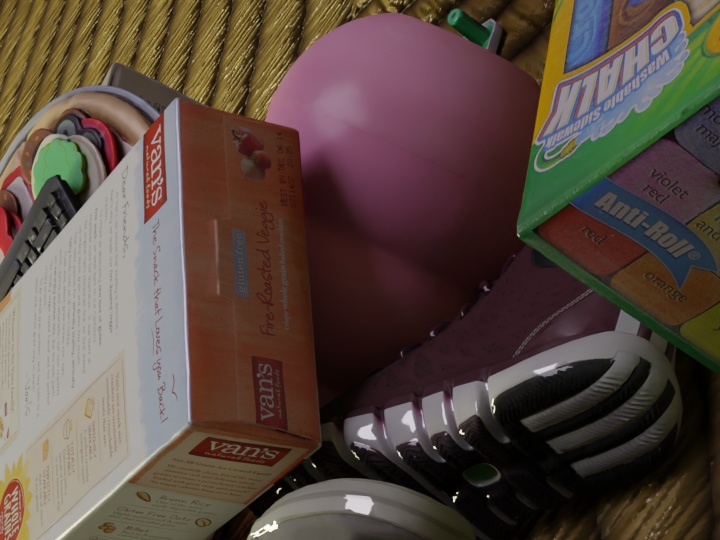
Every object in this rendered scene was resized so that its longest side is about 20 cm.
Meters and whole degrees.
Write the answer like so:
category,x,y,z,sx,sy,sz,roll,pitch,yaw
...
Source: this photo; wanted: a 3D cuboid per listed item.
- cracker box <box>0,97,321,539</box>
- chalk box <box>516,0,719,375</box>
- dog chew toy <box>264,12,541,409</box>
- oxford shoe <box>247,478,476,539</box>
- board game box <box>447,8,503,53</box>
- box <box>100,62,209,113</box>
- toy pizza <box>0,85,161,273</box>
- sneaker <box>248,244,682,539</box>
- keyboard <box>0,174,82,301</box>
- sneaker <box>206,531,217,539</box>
category,x,y,z,sx,sy,sz,roll,pitch,yaw
cracker box,-0.089,0.043,0.796,0.200,0.057,0.135,-42,44,48
chalk box,0.133,-0.045,0.590,0.124,0.124,0.201,-35,29,42
dog chew toy,0.000,0.000,0.828,0.201,0.124,0.124,-65,22,0
oxford shoe,-0.021,0.127,0.703,0.200,0.075,0.058,-44,22,51
board game box,-0.021,-0.018,1.013,0.200,0.026,0.201,-28,36,52
box,-0.140,0.000,1.109,0.201,0.095,0.078,-59,16,26
toy pizza,-0.144,0.008,1.007,0.199,0.032,0.202,-6,82,46
sneaker,0.047,0.039,0.748,0.199,0.076,0.116,-22,33,42
keyboard,-0.168,0.066,0.990,0.127,0.021,0.201,51,122,36
sneaker,-0.136,0.149,0.919,0.200,0.083,0.081,-50,9,-23
